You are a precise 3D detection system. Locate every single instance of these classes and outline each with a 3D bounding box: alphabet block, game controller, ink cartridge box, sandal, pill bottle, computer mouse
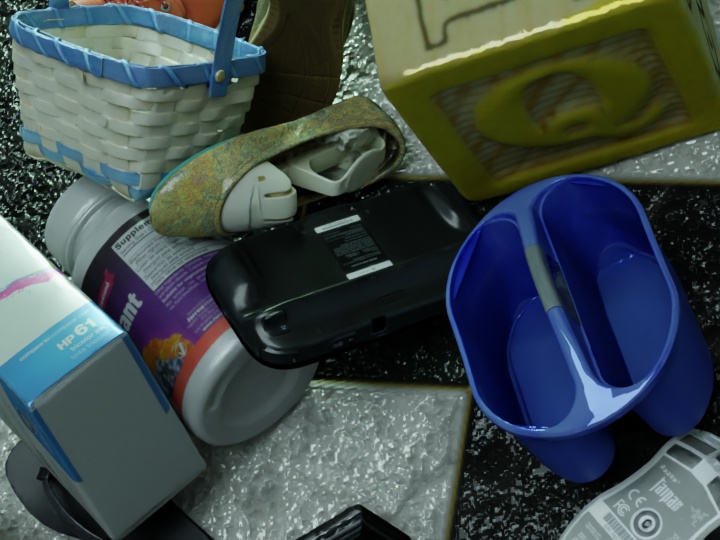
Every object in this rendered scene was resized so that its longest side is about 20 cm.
[{"bbox_3d":[0.115,-0.191,1.450,0.195,0.195,0.201,-17,63,16],"label":"alphabet block"},{"bbox_3d":[0.000,0.000,1.465,0.199,0.042,0.104,-18,47,-26],"label":"game controller"},{"bbox_3d":[-0.208,0.064,1.496,0.085,0.145,0.200,-39,45,-15],"label":"ink cartridge box"},{"bbox_3d":[-0.167,0.162,1.528,0.200,0.043,0.076,30,84,30],"label":"sandal"},{"bbox_3d":[-0.127,0.017,1.527,0.112,0.111,0.200,-48,59,1],"label":"pill bottle"},{"bbox_3d":[0.203,0.137,1.374,0.200,0.044,0.110,-39,64,-1],"label":"computer mouse"}]

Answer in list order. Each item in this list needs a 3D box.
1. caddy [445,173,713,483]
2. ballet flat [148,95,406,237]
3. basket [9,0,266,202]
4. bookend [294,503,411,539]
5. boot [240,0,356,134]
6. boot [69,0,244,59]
[{"bbox_3d":[0.131,0.031,1.384,0.141,0.105,0.201,-29,45,12],"label":"caddy"},{"bbox_3d":[-0.049,-0.063,1.499,0.199,0.071,0.071,-25,51,-36],"label":"ballet flat"},{"bbox_3d":[-0.152,-0.160,1.507,0.176,0.139,0.201,26,120,36],"label":"basket"},{"bbox_3d":[-0.031,0.287,1.390,0.198,0.092,0.201,-30,62,11],"label":"bookend"},{"bbox_3d":[-0.033,-0.198,1.584,0.072,0.201,0.156,13,34,2],"label":"boot"},{"bbox_3d":[-0.160,-0.187,1.626,0.075,0.107,0.200,38,87,32],"label":"boot"}]
